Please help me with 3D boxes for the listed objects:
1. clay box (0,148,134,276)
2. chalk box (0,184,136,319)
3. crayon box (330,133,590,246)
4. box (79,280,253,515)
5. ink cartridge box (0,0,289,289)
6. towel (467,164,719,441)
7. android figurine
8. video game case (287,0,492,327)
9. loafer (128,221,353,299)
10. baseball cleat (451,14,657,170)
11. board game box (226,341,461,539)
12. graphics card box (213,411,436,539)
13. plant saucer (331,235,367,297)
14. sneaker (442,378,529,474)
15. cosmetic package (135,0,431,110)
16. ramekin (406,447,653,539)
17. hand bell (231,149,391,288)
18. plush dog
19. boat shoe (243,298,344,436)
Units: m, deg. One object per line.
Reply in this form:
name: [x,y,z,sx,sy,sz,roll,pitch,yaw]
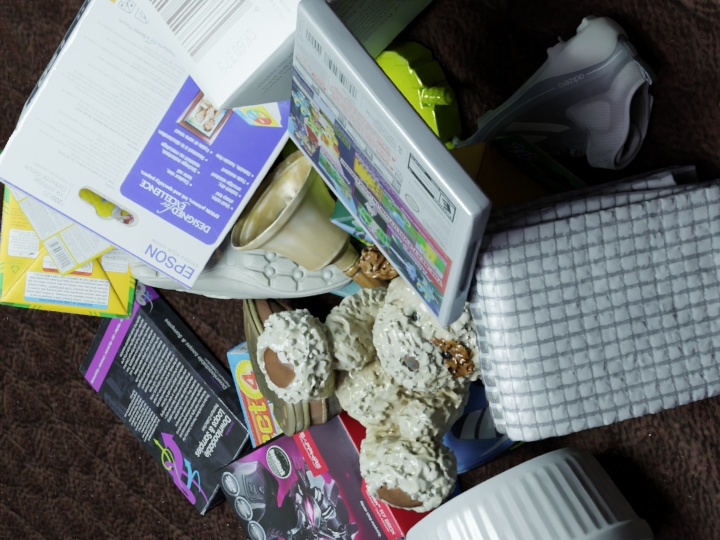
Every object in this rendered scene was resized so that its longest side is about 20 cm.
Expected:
clay box: [-0.196,-0.095,1.744,0.115,0.199,0.048,60,-177,-19]
chalk box: [-0.260,-0.045,1.884,0.123,0.200,0.125,6,103,-5]
crayon box: [0.088,-0.040,1.590,0.125,0.052,0.199,33,154,-32]
box: [-0.183,0.121,2.003,0.200,0.036,0.143,48,136,17]
ink cartridge box: [-0.171,-0.117,1.690,0.197,0.043,0.201,31,105,-13]
towel: [0.177,0.021,1.502,0.086,0.198,0.167,-154,52,-74]
android figurine: [0.007,-0.125,1.695,0.199,0.041,0.184,9,116,43]
video game case: [0.016,-0.075,1.457,0.200,0.023,0.183,51,161,18]
loafer: [-0.099,-0.010,1.773,0.198,0.070,0.071,5,84,6]
baseball cleat: [0.146,-0.100,1.551,0.107,0.070,0.200,53,137,11]
board game box: [-0.011,0.155,1.837,0.195,0.056,0.202,-3,108,44]
graphics card box: [-0.034,0.194,1.801,0.200,0.051,0.126,-30,89,48]
plant saucer: [-0.063,-0.023,1.828,0.199,0.019,0.071,19,122,38]
sneaker: [0.112,0.108,1.690,0.200,0.074,0.083,-42,74,41]
cosmetic package: [-0.055,-0.239,1.550,0.165,0.200,0.165,-42,80,26]
ramekin: [0.126,0.218,1.644,0.202,0.201,0.095,-41,69,46]
hand bell: [0.000,0.000,1.709,0.200,0.105,0.104,40,140,-18]
plush dog: [0.046,0.062,1.613,0.200,0.161,0.172,47,130,-3]
boat shoe: [-0.055,0.075,1.751,0.200,0.067,0.073,-124,25,-60]
